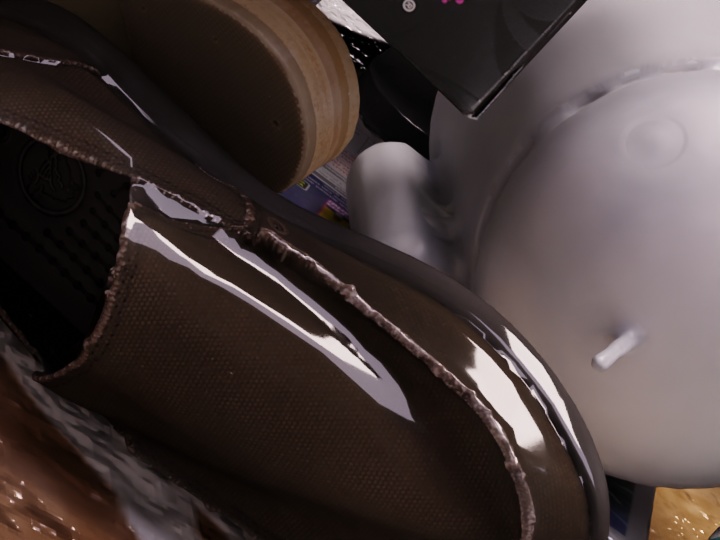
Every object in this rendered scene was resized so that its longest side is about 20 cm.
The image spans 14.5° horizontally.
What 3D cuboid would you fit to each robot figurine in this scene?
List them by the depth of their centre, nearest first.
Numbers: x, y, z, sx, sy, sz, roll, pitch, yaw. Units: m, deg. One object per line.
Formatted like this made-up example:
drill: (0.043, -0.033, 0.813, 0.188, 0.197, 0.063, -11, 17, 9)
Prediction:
robot figurine: (0.081, -0.016, 0.760, 0.170, 0.113, 0.200, -7, 25, -2)

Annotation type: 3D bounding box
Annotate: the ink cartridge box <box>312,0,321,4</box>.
ink cartridge box: (-0.069, -0.195, 0.961, 0.145, 0.085, 0.200, 50, 0, 34)

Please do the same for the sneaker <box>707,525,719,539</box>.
sneaker: (0.113, 0.077, 0.685, 0.070, 0.093, 0.200, 39, 17, 10)

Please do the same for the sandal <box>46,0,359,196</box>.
sandal: (-0.074, -0.084, 0.704, 0.212, 0.078, 0.070, 28, 42, 28)

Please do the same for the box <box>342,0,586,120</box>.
box: (0.003, -0.155, 0.667, 0.200, 0.124, 0.149, 43, 15, -2)

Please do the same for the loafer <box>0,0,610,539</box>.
loafer: (-0.037, 0.017, 0.617, 0.200, 0.073, 0.071, 36, 26, 16)

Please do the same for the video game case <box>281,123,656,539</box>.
video game case: (0.000, 0.000, 0.795, 0.200, 0.023, 0.182, 37, 17, -1)

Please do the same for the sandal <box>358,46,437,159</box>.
sandal: (0.048, -0.075, 1.039, 0.075, 0.045, 0.200, 36, 17, 2)
